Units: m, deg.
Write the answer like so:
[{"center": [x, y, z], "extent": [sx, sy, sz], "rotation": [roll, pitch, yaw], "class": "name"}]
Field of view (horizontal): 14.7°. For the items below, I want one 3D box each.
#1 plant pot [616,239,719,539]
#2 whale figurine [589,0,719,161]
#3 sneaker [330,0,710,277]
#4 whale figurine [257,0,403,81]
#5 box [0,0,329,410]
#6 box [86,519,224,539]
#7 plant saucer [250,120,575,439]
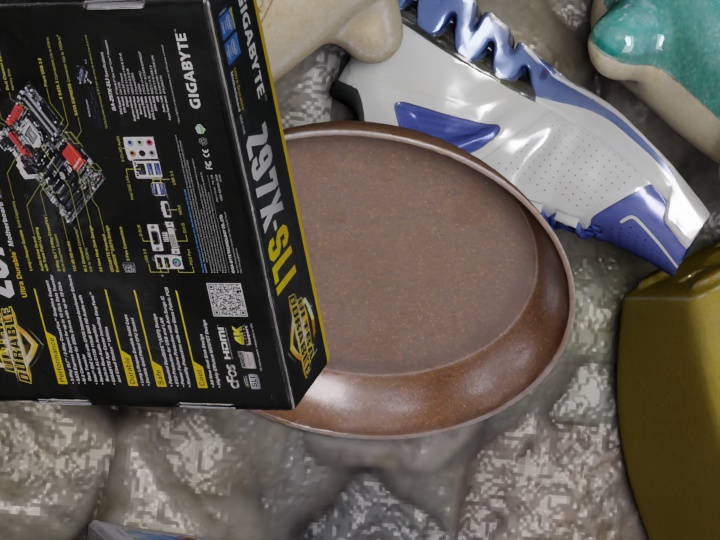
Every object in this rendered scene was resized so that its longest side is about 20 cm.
[{"center": [0.228, 0.071, 1.319], "extent": [0.193, 0.195, 0.201], "rotation": [-29, 97, -12], "class": "plant pot"}, {"center": [0.185, -0.107, 1.281], "extent": [0.158, 0.200, 0.104], "rotation": [9, 124, -16], "class": "whale figurine"}, {"center": [0.063, -0.048, 1.317], "extent": [0.199, 0.081, 0.115], "rotation": [39, 94, 10], "class": "sneaker"}, {"center": [-0.054, -0.140, 1.289], "extent": [0.158, 0.104, 0.201], "rotation": [22, 108, -10], "class": "whale figurine"}, {"center": [-0.109, -0.035, 1.213], "extent": [0.159, 0.049, 0.201], "rotation": [1, 119, 24], "class": "box"}, {"center": [-0.031, 0.191, 1.301], "extent": [0.199, 0.101, 0.113], "rotation": [9, 91, -15], "class": "box"}, {"center": [0.000, 0.000, 1.280], "extent": [0.199, 0.201, 0.035], "rotation": [21, 44, -15], "class": "plant saucer"}]
